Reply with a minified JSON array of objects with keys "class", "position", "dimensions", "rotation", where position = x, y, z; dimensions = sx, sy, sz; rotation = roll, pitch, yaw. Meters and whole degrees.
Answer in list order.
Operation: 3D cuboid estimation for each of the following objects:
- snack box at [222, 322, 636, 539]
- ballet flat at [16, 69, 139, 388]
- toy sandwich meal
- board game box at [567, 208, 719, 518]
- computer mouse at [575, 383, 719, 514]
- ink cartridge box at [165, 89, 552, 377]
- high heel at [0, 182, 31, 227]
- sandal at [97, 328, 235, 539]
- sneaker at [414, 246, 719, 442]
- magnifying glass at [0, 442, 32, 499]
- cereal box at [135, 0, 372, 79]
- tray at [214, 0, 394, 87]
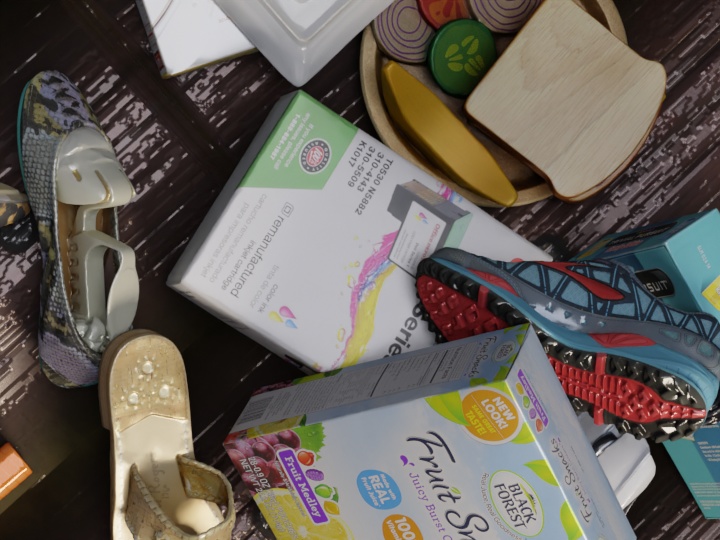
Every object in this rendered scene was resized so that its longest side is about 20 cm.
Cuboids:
[{"class":"snack box","position":[0.043,0.135,1.355],"dimensions":[0.200,0.068,0.169],"rotation":[-16,115,27]},{"class":"ballet flat","position":[-0.168,-0.027,1.387],"dimensions":[0.072,0.072,0.201],"rotation":[-4,92,-12]},{"class":"toy sandwich meal","position":[0.099,-0.129,1.446],"dimensions":[0.205,0.070,0.206],"rotation":[0,89,-12]},{"class":"board game box","position":[0.226,0.064,1.428],"dimensions":[0.047,0.151,0.200],"rotation":[-32,96,-20]},{"class":"computer mouse","position":[0.150,0.125,1.414],"dimensions":[0.044,0.110,0.200],"rotation":[0,127,-48]},{"class":"ink cartridge box","position":[0.000,0.000,1.416],"dimensions":[0.200,0.084,0.145],"rotation":[33,83,-10]},{"class":"high heel","position":[-0.305,0.007,1.377],"dimensions":[0.200,0.071,0.143],"rotation":[-2,113,-25]},{"class":"sandal","position":[-0.113,0.144,1.369],"dimensions":[0.077,0.070,0.212],"rotation":[-18,108,-23]},{"class":"sneaker","position":[0.130,0.033,1.355],"dimensions":[0.200,0.079,0.096],"rotation":[25,47,16]},{"class":"magnifying glass","position":[-0.290,0.181,1.386],"dimensions":[0.200,0.022,0.080],"rotation":[-40,97,-8]},{"class":"cereal box","position":[-0.090,-0.238,1.423],"dimensions":[0.144,0.040,0.200],"rotation":[-20,93,-12]},{"class":"tray","position":[-0.067,-0.223,1.397],"dimensions":[0.107,0.022,0.200],"rotation":[-44,99,-11]}]
